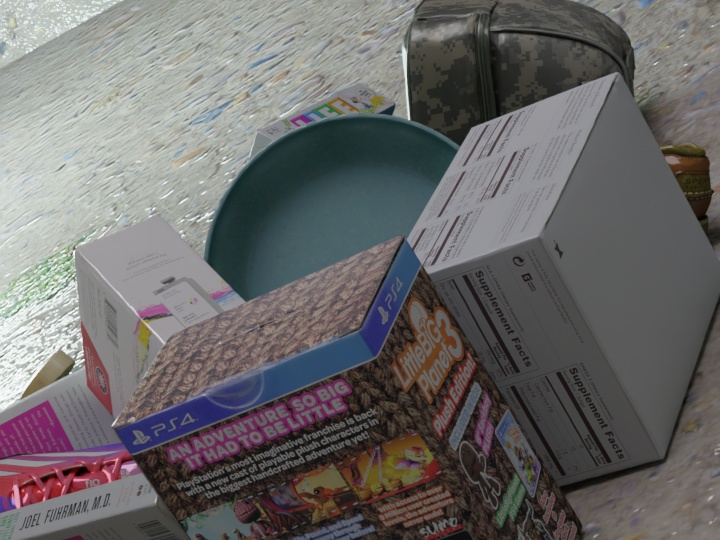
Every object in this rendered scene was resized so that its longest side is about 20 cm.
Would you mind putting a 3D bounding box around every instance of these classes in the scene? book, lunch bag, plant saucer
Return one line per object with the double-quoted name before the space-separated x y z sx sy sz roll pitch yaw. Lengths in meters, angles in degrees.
"book" -0.211 0.153 1.458 0.199 0.134 0.048 -27 3 -29
"book" -0.148 0.183 1.321 0.199 0.134 0.048 -17 43 35
"lunch bag" 0.126 -0.141 1.699 0.167 0.140 0.200 -5 13 10
"plant saucer" 0.000 0.000 1.429 0.200 0.200 0.036 -33 -15 -4

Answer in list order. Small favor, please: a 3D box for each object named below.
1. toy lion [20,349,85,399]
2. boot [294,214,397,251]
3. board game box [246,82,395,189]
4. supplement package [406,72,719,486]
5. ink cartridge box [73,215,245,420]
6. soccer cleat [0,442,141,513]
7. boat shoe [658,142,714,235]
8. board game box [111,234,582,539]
"toy lion" -0.238 0.135 1.690 0.200 0.069 0.192 -52 -1 -2
"boot" 0.040 -0.017 1.555 0.210 0.080 0.158 2 16 -15
"board game box" -0.050 -0.023 1.566 0.134 0.034 0.201 -32 -33 -54
"supplement package" 0.119 0.008 1.318 0.111 0.156 0.200 -19 23 31
"ink cartridge box" -0.098 0.071 1.372 0.067 0.117 0.200 -22 44 -26
"soccer cleat" -0.174 0.140 1.417 0.199 0.069 0.073 -8 -12 -28
"boat shoe" 0.152 -0.070 1.509 0.199 0.068 0.072 14 18 35
"board game box" -0.003 0.110 1.189 0.159 0.200 0.097 -22 21 27
